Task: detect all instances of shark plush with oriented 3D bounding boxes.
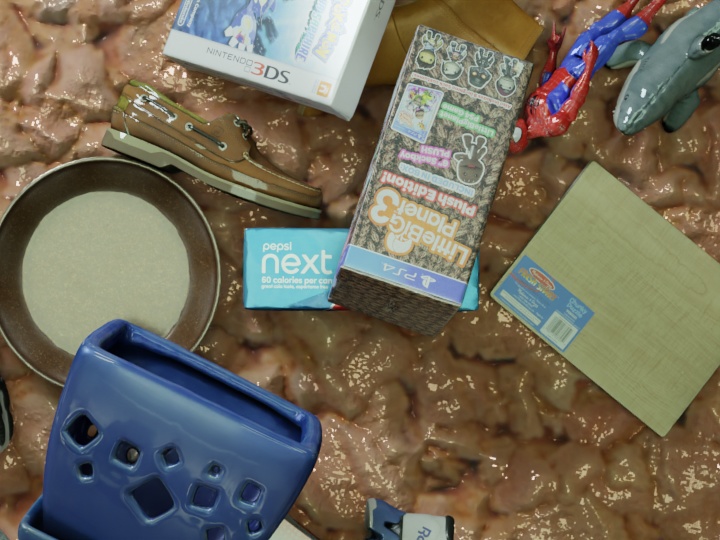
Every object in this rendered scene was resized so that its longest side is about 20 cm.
[{"bbox_3d":[0.298,-0.186,1.567,0.199,0.083,0.091,-32,94,12],"label":"shark plush"}]

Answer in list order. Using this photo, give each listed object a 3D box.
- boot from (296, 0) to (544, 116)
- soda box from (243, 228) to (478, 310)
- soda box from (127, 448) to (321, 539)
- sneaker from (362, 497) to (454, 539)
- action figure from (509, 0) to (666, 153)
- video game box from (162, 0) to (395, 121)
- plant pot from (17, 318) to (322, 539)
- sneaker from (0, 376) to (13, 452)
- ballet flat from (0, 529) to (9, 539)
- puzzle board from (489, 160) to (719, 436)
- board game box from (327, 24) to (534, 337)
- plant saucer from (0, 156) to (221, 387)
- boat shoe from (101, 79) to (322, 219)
[{"bbox_3d":[0.055,-0.172,1.575,0.144,0.071,0.202,40,83,-1],"label":"boot"},{"bbox_3d":[0.000,0.000,1.565,0.198,0.064,0.069,1,89,-3],"label":"soda box"},{"bbox_3d":[-0.119,0.208,1.562,0.199,0.064,0.069,37,87,-2],"label":"soda box"},{"bbox_3d":[0.059,0.296,1.563,0.114,0.081,0.202,0,87,-1],"label":"sneaker"},{"bbox_3d":[0.190,-0.181,1.588,0.052,0.065,0.201,40,86,-35],"label":"action figure"},{"bbox_3d":[-0.055,-0.246,1.541,0.181,0.047,0.202,19,88,27],"label":"video game box"},{"bbox_3d":[-0.154,0.165,1.435,0.199,0.200,0.181,26,94,-3],"label":"plant pot"},{"bbox_3d":[-0.351,0.063,1.544,0.083,0.081,0.202,-10,90,2],"label":"sneaker"},{"bbox_3d":[-0.303,0.299,1.546,0.071,0.072,0.202,-20,90,-4],"label":"ballet flat"},{"bbox_3d":[0.233,0.025,1.611,0.200,0.017,0.151,39,88,-1],"label":"puzzle board"},{"bbox_3d":[0.053,-0.066,1.455,0.096,0.159,0.202,18,79,-2],"label":"board game box"},{"bbox_3d":[-0.218,0.005,1.573,0.198,0.037,0.203,0,88,-3],"label":"plant saucer"},{"bbox_3d":[-0.118,-0.103,1.563,0.198,0.072,0.069,21,88,-4],"label":"boat shoe"}]
